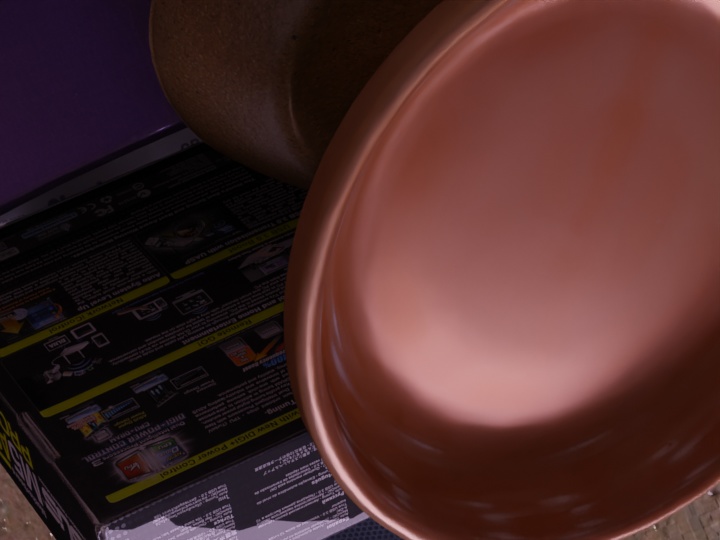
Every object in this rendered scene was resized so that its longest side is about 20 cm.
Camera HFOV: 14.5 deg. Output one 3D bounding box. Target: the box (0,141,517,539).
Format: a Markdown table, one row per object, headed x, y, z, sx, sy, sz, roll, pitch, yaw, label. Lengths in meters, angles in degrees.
| x | y | z | sx | sy | sz | roll | pitch | yaw | label |
| --- | --- | --- | --- | --- | --- | --- | --- | --- | --- |
| -0.023 | 0.014 | 0.892 | 0.199 | 0.044 | 0.160 | -24 | -141 | -19 | box |

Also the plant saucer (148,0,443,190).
| x | y | z | sx | sy | sz | roll | pitch | yaw | label |
| --- | --- | --- | --- | --- | --- | --- | --- | --- | --- |
| 0.039 | -0.078 | 0.812 | 0.199 | 0.036 | 0.201 | -15 | 146 | -11 | plant saucer |

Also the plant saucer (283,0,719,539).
| x | y | z | sx | sy | sz | roll | pitch | yaw | label |
| --- | --- | --- | --- | --- | --- | --- | --- | --- | --- |
| 0.064 | -0.011 | 0.802 | 0.200 | 0.201 | 0.037 | -24 | -144 | -18 | plant saucer |

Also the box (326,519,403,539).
| x | y | z | sx | sy | sz | roll | pitch | yaw | label |
| --- | --- | --- | --- | --- | --- | --- | --- | --- | --- |
| -0.030 | 0.073 | 1.145 | 0.157 | 0.201 | 0.051 | -7 | -155 | 21 | box |

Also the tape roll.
| x | y | z | sx | sy | sz | roll | pitch | yaw | label |
| --- | --- | --- | --- | --- | --- | --- | --- | --- | --- |
| -0.077 | -0.068 | 0.942 | 0.199 | 0.066 | 0.200 | -23 | 179 | 0 | tape roll |
